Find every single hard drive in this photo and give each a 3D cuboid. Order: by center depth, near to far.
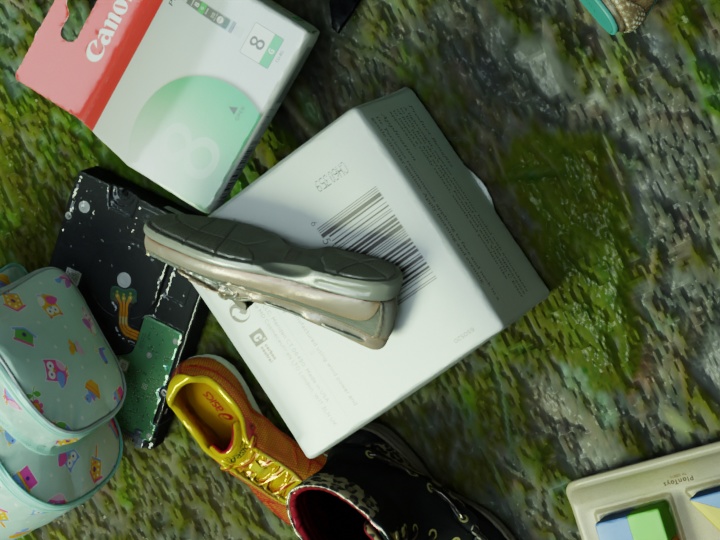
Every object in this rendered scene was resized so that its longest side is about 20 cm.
[{"bbox_3d":[-0.197,0.032,1.713,0.139,0.038,0.201,24,108,15],"label":"hard drive"}]

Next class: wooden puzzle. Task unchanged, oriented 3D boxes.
[{"bbox_3d":[0.265,0.235,1.572,0.184,0.046,0.201,-18,94,23],"label":"wooden puzzle"}]

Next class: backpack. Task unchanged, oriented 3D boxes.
[{"bbox_3d":[-0.276,0.106,1.645,0.153,0.176,0.201,-22,96,27],"label":"backpack"}]

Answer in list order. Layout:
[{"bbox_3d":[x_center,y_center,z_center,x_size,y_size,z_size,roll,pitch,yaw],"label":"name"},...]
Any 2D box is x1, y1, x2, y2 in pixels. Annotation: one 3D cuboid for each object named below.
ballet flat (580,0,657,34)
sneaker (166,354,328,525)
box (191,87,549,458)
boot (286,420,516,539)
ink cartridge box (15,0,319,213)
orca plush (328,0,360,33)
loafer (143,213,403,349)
[{"bbox_3d":[0.150,-0.263,1.516,0.065,0.071,0.200,-39,88,-4],"label":"ballet flat"},{"bbox_3d":[-0.083,0.155,1.670,0.200,0.077,0.073,41,111,-2],"label":"sneaker"},{"bbox_3d":[0.000,0.000,1.580,0.200,0.131,0.199,-36,87,24],"label":"box"},{"bbox_3d":[0.037,0.209,1.597,0.200,0.150,0.073,46,112,7],"label":"boot"},{"bbox_3d":[-0.155,-0.163,1.581,0.199,0.050,0.161,31,101,5],"label":"ink cartridge box"},{"bbox_3d":[-0.098,-0.239,1.601,0.200,0.071,0.106,34,111,11],"label":"orca plush"},{"bbox_3d":[-0.068,0.010,1.503,0.199,0.072,0.063,13,113,16],"label":"loafer"}]
